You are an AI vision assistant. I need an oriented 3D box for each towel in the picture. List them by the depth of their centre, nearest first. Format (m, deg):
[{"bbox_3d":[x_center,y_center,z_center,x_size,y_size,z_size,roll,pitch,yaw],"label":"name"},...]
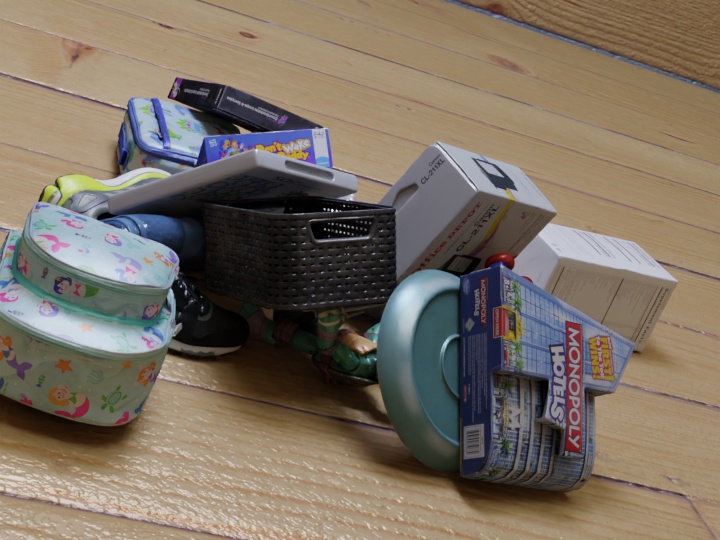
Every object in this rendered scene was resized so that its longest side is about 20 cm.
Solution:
[{"bbox_3d":[-0.202,-0.031,1.667,0.112,0.049,0.200,-13,-10,41],"label":"towel"}]

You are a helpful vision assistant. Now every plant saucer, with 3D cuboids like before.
[{"bbox_3d":[0.091,0.096,1.548,0.027,0.200,0.200,-12,-5,40],"label":"plant saucer"}]

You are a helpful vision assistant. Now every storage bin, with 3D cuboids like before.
[{"bbox_3d":[-0.063,-0.020,1.575,0.135,0.094,0.200,-5,7,-28],"label":"storage bin"}]

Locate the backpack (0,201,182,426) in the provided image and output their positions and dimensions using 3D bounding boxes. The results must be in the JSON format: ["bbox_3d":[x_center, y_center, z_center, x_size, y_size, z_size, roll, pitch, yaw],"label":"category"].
[{"bbox_3d":[-0.247,0.042,1.381,0.177,0.151,0.200,20,25,-10],"label":"backpack"}]

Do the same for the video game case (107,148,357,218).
[{"bbox_3d":[-0.134,-0.080,1.683,0.200,0.024,0.182,-14,-13,32],"label":"video game case"}]

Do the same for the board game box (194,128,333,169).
[{"bbox_3d":[-0.115,-0.102,1.764,0.134,0.045,0.200,-5,-12,-12],"label":"board game box"}]

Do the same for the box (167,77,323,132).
[{"bbox_3d":[-0.149,-0.204,2.037,0.143,0.036,0.200,21,2,-27],"label":"box"}]

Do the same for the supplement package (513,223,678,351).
[{"bbox_3d":[0.283,0.019,2.033,0.200,0.114,0.110,11,24,-32],"label":"supplement package"}]

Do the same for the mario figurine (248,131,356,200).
[{"bbox_3d":[-0.076,-0.125,2.020,0.123,0.106,0.200,-11,28,-22],"label":"mario figurine"}]

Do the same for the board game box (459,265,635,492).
[{"bbox_3d":[0.188,0.113,1.572,0.200,0.200,0.062,13,-19,-39],"label":"board game box"}]

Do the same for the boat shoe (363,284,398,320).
[{"bbox_3d":[-0.002,0.003,1.821,0.202,0.075,0.086,8,41,-19],"label":"boat shoe"}]

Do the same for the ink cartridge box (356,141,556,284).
[{"bbox_3d":[0.108,-0.052,1.781,0.083,0.146,0.200,51,21,25],"label":"ink cartridge box"}]

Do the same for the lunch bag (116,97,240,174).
[{"bbox_3d":[-0.220,-0.143,1.964,0.161,0.083,0.200,13,21,-17],"label":"lunch bag"}]

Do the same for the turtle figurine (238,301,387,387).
[{"bbox_3d":[-0.016,0.068,1.615,0.200,0.101,0.150,15,0,26],"label":"turtle figurine"}]

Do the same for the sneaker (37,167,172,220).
[{"bbox_3d":[-0.258,-0.060,1.744,0.200,0.074,0.081,-12,48,-48],"label":"sneaker"}]

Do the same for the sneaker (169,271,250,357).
[{"bbox_3d":[-0.194,0.022,1.555,0.200,0.088,0.076,15,21,-21],"label":"sneaker"}]

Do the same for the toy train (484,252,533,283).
[{"bbox_3d":[0.152,0.062,1.817,0.200,0.116,0.085,44,31,-58],"label":"toy train"}]

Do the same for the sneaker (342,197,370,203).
[{"bbox_3d":[-0.050,-0.049,1.895,0.074,0.089,0.200,33,24,23],"label":"sneaker"}]
